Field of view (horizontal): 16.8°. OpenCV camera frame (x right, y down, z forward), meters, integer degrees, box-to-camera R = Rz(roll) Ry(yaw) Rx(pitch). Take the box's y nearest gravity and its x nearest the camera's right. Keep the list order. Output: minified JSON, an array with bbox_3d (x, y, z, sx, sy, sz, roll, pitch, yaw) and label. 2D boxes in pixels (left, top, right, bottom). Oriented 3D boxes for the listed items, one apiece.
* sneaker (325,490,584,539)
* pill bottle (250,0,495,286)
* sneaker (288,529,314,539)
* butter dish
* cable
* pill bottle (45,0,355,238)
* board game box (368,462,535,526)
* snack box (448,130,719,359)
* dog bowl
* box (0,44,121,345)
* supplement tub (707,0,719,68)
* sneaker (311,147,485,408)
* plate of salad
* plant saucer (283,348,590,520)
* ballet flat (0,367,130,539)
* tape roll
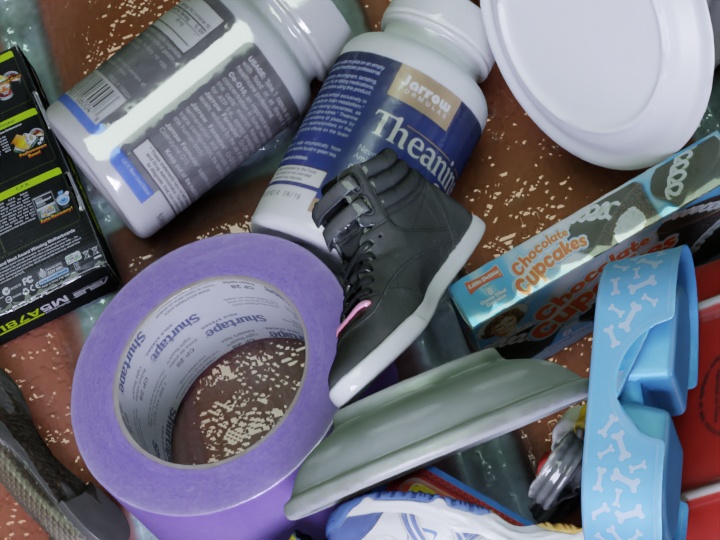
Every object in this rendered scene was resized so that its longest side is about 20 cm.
[{"bbox_3d":[0.069,0.190,1.454,0.199,0.075,0.089,9,69,15],"label":"sneaker"},{"bbox_3d":[0.018,-0.087,1.623,0.110,0.111,0.201,22,73,19],"label":"pill bottle"},{"bbox_3d":[0.005,0.245,1.454,0.200,0.066,0.079,40,91,23],"label":"sneaker"},{"bbox_3d":[0.274,0.092,1.488,0.199,0.147,0.201,-26,51,49],"label":"butter dish"},{"bbox_3d":[0.117,0.119,1.476,0.050,0.200,0.097,43,105,13],"label":"cable"},{"bbox_3d":[-0.106,-0.125,1.663,0.200,0.114,0.114,-39,66,-7],"label":"pill bottle"},{"bbox_3d":[0.057,0.244,1.506,0.199,0.056,0.196,28,75,20],"label":"board game box"},{"bbox_3d":[0.155,-0.005,1.558,0.199,0.116,0.037,-30,66,-2],"label":"snack box"},{"bbox_3d":[0.163,0.082,1.412,0.049,0.112,0.201,1,67,16],"label":"dog bowl"},{"bbox_3d":[-0.291,-0.033,1.698,0.199,0.048,0.194,-26,63,0],"label":"box"},{"bbox_3d":[0.162,-0.225,1.635,0.199,0.146,0.146,22,73,19],"label":"supplement tub"},{"bbox_3d":[0.000,0.000,1.486,0.099,0.071,0.200,41,41,-7],"label":"sneaker"},{"bbox_3d":[0.152,-0.162,1.540,0.048,0.201,0.200,-27,60,-37],"label":"plate of salad"},{"bbox_3d":[0.040,0.088,1.433,0.199,0.200,0.050,-23,84,1],"label":"plant saucer"},{"bbox_3d":[-0.230,0.122,1.606,0.200,0.067,0.046,46,119,12],"label":"ballet flat"},{"bbox_3d":[-0.080,0.083,1.563,0.199,0.085,0.201,-12,57,18],"label":"tape roll"}]
